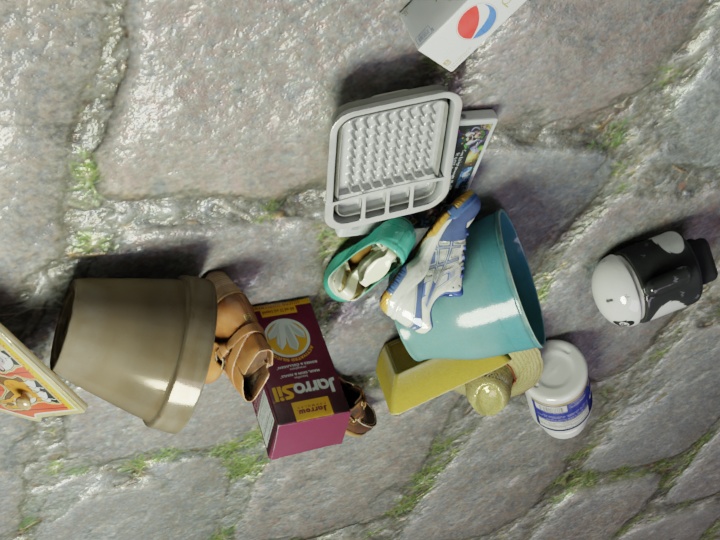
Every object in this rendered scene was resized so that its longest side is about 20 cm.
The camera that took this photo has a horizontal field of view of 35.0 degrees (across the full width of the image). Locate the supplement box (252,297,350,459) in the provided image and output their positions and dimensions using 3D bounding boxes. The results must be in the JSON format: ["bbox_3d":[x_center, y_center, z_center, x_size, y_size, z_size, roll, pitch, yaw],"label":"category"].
[{"bbox_3d":[-0.098,0.148,1.595,0.108,0.202,0.086,-8,143,-20],"label":"supplement box"}]

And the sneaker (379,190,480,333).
[{"bbox_3d":[0.111,-0.009,1.520,0.201,0.088,0.075,-55,180,-4],"label":"sneaker"}]

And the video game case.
[{"bbox_3d":[0.070,-0.126,1.494,0.179,0.024,0.202,-7,141,-23],"label":"video game case"}]

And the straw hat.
[{"bbox_3d":[0.211,0.191,1.886,0.197,0.086,0.203,3,140,3],"label":"straw hat"}]

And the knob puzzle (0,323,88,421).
[{"bbox_3d":[-0.466,0.136,1.420,0.216,0.031,0.221,13,143,10],"label":"knob puzzle"}]

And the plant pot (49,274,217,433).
[{"bbox_3d":[-0.291,0.088,1.435,0.171,0.202,0.201,16,132,-21],"label":"plant pot"}]

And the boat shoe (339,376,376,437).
[{"bbox_3d":[-0.026,0.214,1.844,0.070,0.071,0.199,-33,145,20],"label":"boat shoe"}]

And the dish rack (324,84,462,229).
[{"bbox_3d":[0.033,-0.144,1.391,0.169,0.044,0.202,-13,144,-15],"label":"dish rack"}]

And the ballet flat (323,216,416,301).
[{"bbox_3d":[0.000,0.000,1.545,0.067,0.071,0.200,39,134,-11],"label":"ballet flat"}]

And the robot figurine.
[{"bbox_3d":[0.470,0.015,1.835,0.197,0.126,0.151,-20,143,-7],"label":"robot figurine"}]

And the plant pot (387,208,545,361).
[{"bbox_3d":[0.146,0.039,1.625,0.185,0.203,0.200,-19,148,16],"label":"plant pot"}]

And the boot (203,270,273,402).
[{"bbox_3d":[-0.177,0.121,1.528,0.073,0.155,0.202,-16,139,-28],"label":"boot"}]

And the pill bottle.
[{"bbox_3d":[0.356,0.221,2.045,0.118,0.121,0.201,-24,146,0],"label":"pill bottle"}]

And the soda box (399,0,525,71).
[{"bbox_3d":[0.139,-0.315,1.246,0.199,0.064,0.068,-41,142,24],"label":"soda box"}]

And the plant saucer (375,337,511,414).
[{"bbox_3d":[0.115,0.128,1.756,0.197,0.200,0.049,-25,106,0],"label":"plant saucer"}]
